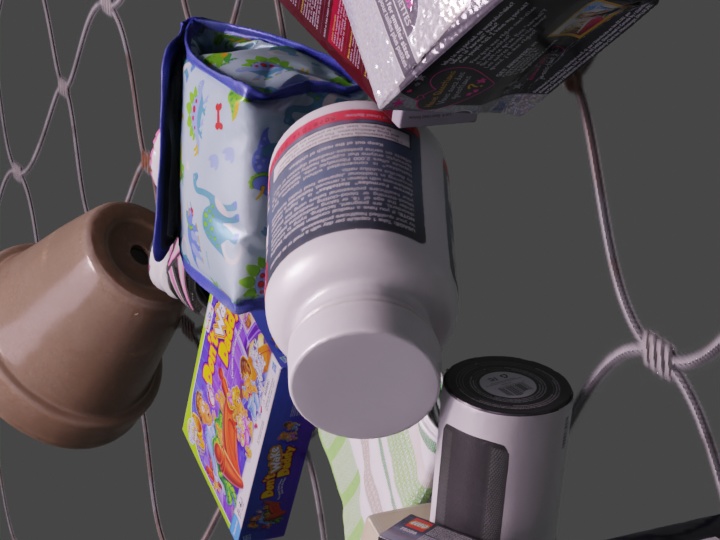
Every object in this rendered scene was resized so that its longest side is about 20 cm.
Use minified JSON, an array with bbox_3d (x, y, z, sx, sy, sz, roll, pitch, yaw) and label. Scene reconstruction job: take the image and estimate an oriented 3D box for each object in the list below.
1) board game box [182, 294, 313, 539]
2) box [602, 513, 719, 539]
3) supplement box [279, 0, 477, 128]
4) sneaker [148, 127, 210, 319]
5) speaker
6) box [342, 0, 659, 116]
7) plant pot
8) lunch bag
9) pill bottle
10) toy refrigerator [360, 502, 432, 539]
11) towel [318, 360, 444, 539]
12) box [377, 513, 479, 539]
[{"bbox_3d":[-0.087,0.102,1.548,0.135,0.044,0.201,58,145,41],"label":"board game box"},{"bbox_3d":[0.157,0.240,0.964,0.104,0.147,0.202,33,127,57],"label":"box"},{"bbox_3d":[0.014,-0.187,1.243,0.200,0.060,0.110,51,139,46],"label":"supplement box"},{"bbox_3d":[-0.116,-0.046,1.557,0.086,0.080,0.201,42,142,36],"label":"sneaker"},{"bbox_3d":[0.081,0.159,1.178,0.081,0.081,0.202,41,132,54],"label":"speaker"},{"bbox_3d":[0.054,-0.203,1.065,0.132,0.114,0.201,-38,61,45],"label":"box"},{"bbox_3d":[-0.238,0.030,1.711,0.175,0.199,0.201,-45,55,38],"label":"plant pot"},{"bbox_3d":[-0.088,-0.082,1.405,0.200,0.127,0.171,38,128,56],"label":"lunch bag"},{"bbox_3d":[0.000,0.000,1.184,0.201,0.119,0.120,-91,13,-49],"label":"pill bottle"},{"bbox_3d":[0.032,0.256,1.308,0.070,0.075,0.201,55,143,43],"label":"toy refrigerator"},{"bbox_3d":[0.013,0.111,1.337,0.201,0.030,0.150,114,150,-47],"label":"towel"},{"bbox_3d":[0.096,0.239,1.116,0.199,0.040,0.138,17,114,33],"label":"box"}]
